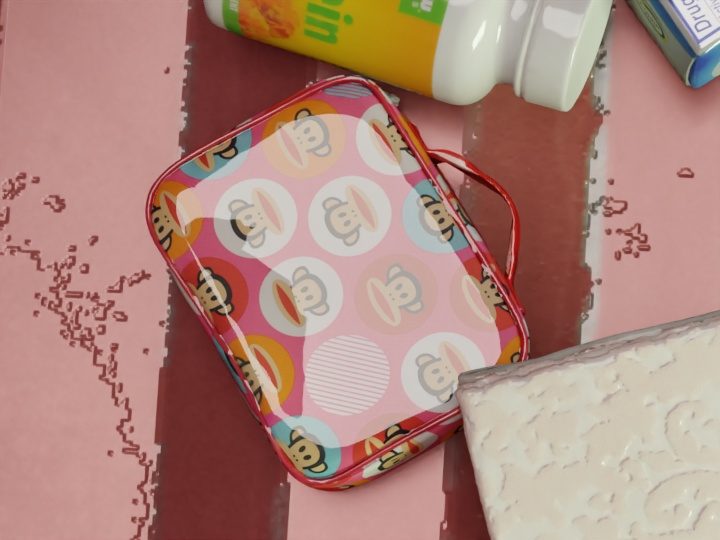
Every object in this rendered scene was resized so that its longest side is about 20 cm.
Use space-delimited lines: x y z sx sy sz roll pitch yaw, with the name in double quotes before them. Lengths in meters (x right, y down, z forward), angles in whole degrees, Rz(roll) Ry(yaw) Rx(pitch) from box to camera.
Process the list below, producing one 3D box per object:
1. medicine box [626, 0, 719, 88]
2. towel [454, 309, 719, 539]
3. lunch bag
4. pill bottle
"medicine box" 0.208 -0.229 1.502 0.200 0.103 0.182 -33 81 1
"towel" 0.163 0.117 1.465 0.200 0.032 0.191 -14 109 4
"lunch bag" 0.000 0.000 1.506 0.176 0.082 0.200 -29 81 1
"pill bottle" 0.028 -0.153 1.502 0.200 0.111 0.111 19 85 11
